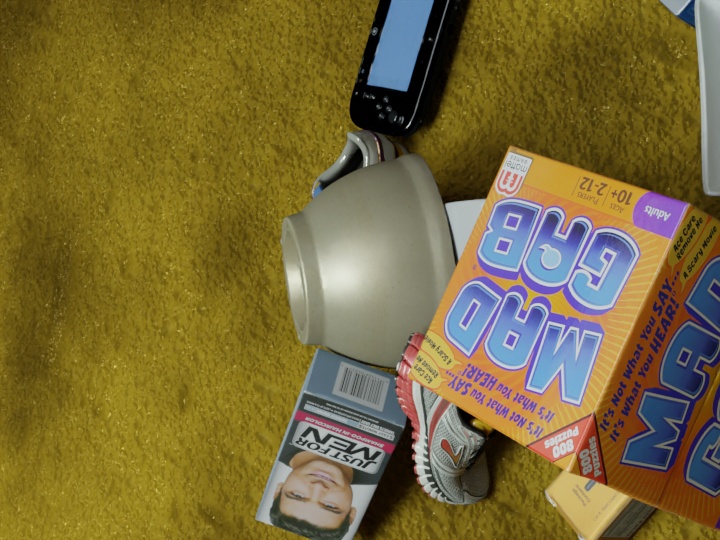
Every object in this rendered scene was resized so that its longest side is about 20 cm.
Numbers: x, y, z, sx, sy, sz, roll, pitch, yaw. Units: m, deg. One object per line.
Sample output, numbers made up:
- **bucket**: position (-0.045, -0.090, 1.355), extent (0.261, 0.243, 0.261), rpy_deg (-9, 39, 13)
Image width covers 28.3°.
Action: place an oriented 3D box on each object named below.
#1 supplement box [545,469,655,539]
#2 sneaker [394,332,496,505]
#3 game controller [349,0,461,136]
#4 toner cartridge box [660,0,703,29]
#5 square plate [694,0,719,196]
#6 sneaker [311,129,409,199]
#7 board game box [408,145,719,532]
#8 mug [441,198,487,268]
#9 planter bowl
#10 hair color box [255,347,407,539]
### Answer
- **supplement box**: position (0.249, 0.144, 1.214), extent (0.201, 0.068, 0.067), rpy_deg (-52, 55, 18)
- **sneaker**: position (0.090, 0.144, 1.275), extent (0.081, 0.201, 0.078), rpy_deg (8, 49, 26)
- **game controller**: position (0.047, -0.236, 1.451), extent (0.104, 0.042, 0.203), rpy_deg (18, 91, 38)
- **toner cartridge box**: position (0.252, -0.287, 1.266), extent (0.043, 0.094, 0.201), rpy_deg (-50, 55, 21)
- **square plate**: position (0.365, -0.142, 1.115), extent (0.197, 0.029, 0.200), rpy_deg (-3, 58, 14)
- **sneaker**: position (-0.025, -0.048, 1.447), extent (0.075, 0.090, 0.202), rpy_deg (27, 98, 39)
- **board game box**: position (0.199, 0.051, 1.093), extent (0.199, 0.199, 0.202), rpy_deg (26, 92, 53)
- **mug**: position (0.160, 0.014, 1.262), extent (0.185, 0.148, 0.156), rpy_deg (-3, 88, 44)
- **planter bowl**: position (0.000, 0.000, 1.329), extent (0.200, 0.133, 0.203), rpy_deg (172, 90, -80)
- **hair color box**: position (-0.026, 0.173, 1.349), extent (0.061, 0.098, 0.201), rpy_deg (-72, 2, -47)
